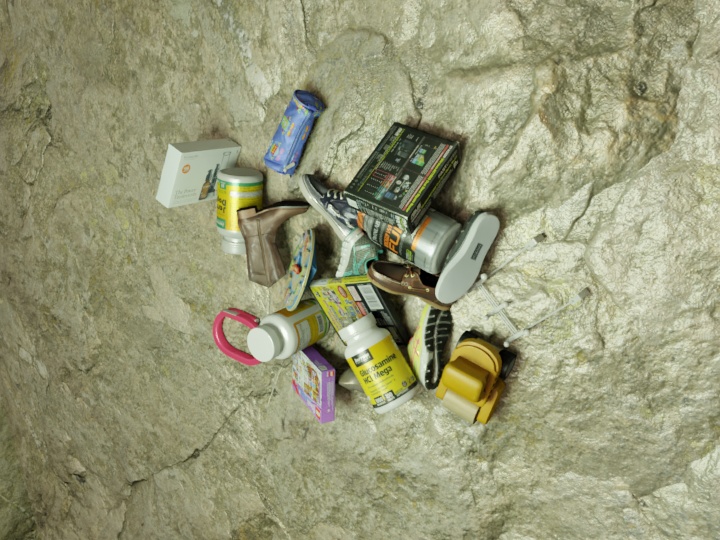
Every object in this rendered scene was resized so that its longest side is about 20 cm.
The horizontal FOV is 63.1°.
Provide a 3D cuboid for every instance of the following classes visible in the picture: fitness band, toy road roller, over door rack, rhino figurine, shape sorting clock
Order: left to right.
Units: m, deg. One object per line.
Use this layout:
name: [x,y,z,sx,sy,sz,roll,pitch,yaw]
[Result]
fitness band: [-0.335,0.184,1.634,0.200,0.037,0.144,19,116,29]
shape sorting clock: [-0.145,-0.003,1.378,0.039,0.200,0.200,19,122,-19]
rhino figurine: [-0.007,0.257,1.403,0.200,0.087,0.060,1,104,33]
toy road roller: [0.221,0.233,1.209,0.123,0.146,0.201,27,117,25]
over door rack: [0.312,0.045,1.144,0.200,0.067,0.148,-42,80,34]

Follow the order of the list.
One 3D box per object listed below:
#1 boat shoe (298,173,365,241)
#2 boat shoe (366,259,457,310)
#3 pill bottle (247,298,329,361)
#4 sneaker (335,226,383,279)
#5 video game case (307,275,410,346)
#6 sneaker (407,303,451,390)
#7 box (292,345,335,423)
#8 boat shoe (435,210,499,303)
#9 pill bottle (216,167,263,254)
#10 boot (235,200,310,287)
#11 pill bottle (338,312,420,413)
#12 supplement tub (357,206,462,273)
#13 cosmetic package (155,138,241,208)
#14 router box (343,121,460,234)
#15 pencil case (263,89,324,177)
boat shoe: [-0.049,-0.160,1.326,0.200,0.075,0.093,49,123,1]
boat shoe: [0.115,0.018,1.229,0.199,0.071,0.070,18,140,-5]
pill bottle: [-0.175,0.147,1.413,0.111,0.200,0.111,10,109,31]
sneaker: [0.000,0.000,1.309,0.091,0.078,0.200,33,142,20]
video game case: [-0.003,0.096,1.342,0.180,0.026,0.200,-6,127,34]
sneaker: [0.139,0.155,1.288,0.090,0.078,0.201,19,103,53]
box: [-0.119,0.268,1.453,0.200,0.039,0.137,32,124,58]
boat shoe: [0.207,-0.028,1.169,0.200,0.069,0.057,-60,27,8]
pill bottle: [-0.303,-0.148,1.468,0.113,0.113,0.201,18,113,29]
boot: [-0.197,-0.062,1.420,0.186,0.064,0.201,-6,107,9]
pill bottle: [0.036,0.199,1.281,0.112,0.112,0.200,-33,85,35]
supplement tub: [0.099,-0.088,1.212,0.200,0.122,0.123,30,118,24]
cosmetic package: [-0.397,-0.243,1.449,0.052,0.200,0.151,34,120,20]
router box: [0.085,-0.187,1.159,0.150,0.200,0.062,26,161,26]
pencil case: [-0.154,-0.309,1.342,0.200,0.078,0.087,-58,41,31]
